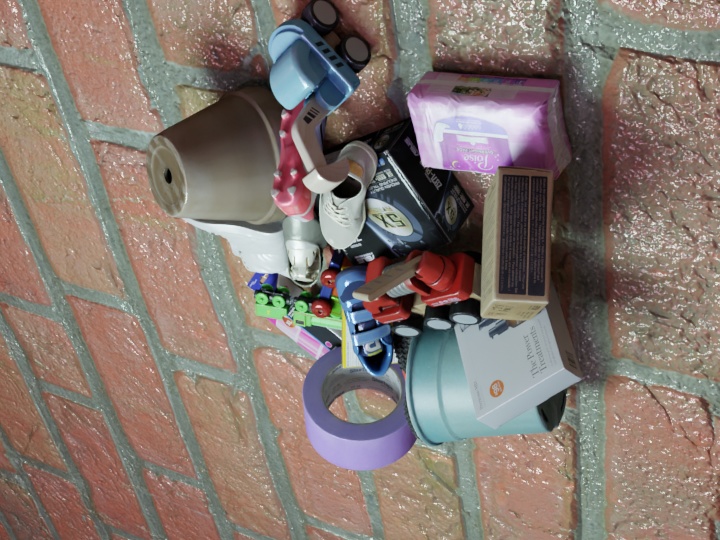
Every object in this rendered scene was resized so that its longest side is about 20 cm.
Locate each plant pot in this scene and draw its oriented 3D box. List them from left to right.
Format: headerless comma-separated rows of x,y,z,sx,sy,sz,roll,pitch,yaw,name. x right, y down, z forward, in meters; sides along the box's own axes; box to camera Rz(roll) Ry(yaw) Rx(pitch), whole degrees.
-0.207,-0.154,1.669,0.199,0.172,0.203,24,122,47,plant pot
0.195,0.164,1.734,0.193,0.201,0.202,-3,128,30,plant pot

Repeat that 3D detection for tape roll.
0.004,0.224,1.924,0.198,0.201,0.086,21,141,19,tape roll

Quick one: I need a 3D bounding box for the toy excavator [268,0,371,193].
-0.063,-0.224,1.520,0.195,0.201,0.100,46,142,-11,toy excavator

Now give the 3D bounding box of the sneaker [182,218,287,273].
-0.202,-0.053,1.840,0.197,0.074,0.117,18,142,20,sneaker

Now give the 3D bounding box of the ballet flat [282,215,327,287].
-0.083,-0.025,1.750,0.066,0.065,0.200,6,160,3,ballet flat

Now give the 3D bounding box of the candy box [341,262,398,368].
0.020,0.073,1.818,0.100,0.027,0.202,-3,132,-4,candy box

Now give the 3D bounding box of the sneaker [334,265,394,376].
0.013,0.076,1.746,0.073,0.083,0.202,-14,133,5,sneaker

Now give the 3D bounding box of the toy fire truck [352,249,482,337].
0.057,0.022,1.611,0.199,0.131,0.175,28,151,-38,toy fire truck

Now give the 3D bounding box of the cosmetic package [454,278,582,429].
0.209,0.094,1.601,0.150,0.202,0.051,-37,136,29,cosmetic package

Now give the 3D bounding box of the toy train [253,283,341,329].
-0.085,0.067,1.929,0.197,0.042,0.057,11,125,12,toy train

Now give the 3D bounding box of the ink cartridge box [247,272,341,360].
-0.111,0.074,1.999,0.199,0.037,0.095,41,142,-1,ink cartridge box

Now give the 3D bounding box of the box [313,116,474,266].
0.033,-0.106,1.658,0.198,0.086,0.165,-14,120,45,box

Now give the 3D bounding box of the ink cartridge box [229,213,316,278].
-0.143,-0.074,1.874,0.160,0.050,0.201,22,149,18,ink cartridge box

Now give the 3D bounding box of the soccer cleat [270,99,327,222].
-0.076,-0.166,1.613,0.066,0.203,0.076,-2,154,27,soccer cleat

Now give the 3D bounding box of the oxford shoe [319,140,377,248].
-0.026,-0.095,1.599,0.075,0.058,0.201,29,143,7,oxford shoe

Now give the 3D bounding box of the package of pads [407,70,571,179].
0.166,-0.185,1.482,0.198,0.076,0.122,9,133,31,package of pads

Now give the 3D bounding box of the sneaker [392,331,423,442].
0.114,0.171,1.834,0.070,0.093,0.203,-1,105,51,sneaker

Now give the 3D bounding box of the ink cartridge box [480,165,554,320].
0.197,-0.029,1.477,0.074,0.168,0.200,3,173,2,ink cartridge box

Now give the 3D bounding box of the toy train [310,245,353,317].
0.000,0.000,1.810,0.114,0.085,0.201,18,134,-2,toy train
